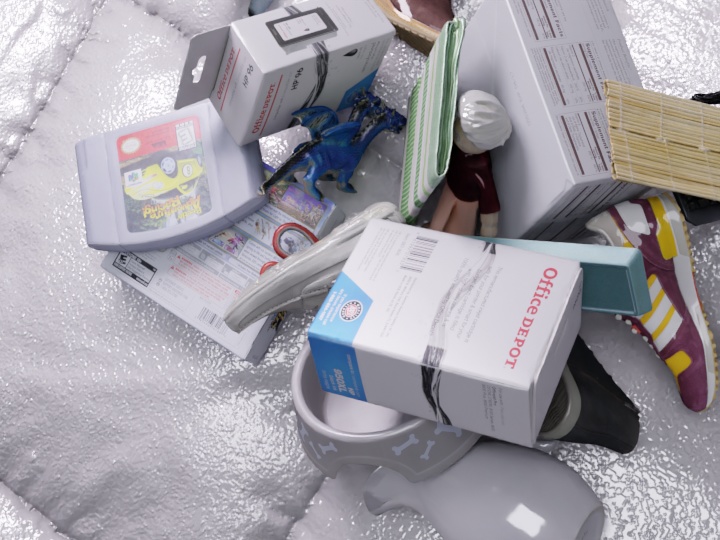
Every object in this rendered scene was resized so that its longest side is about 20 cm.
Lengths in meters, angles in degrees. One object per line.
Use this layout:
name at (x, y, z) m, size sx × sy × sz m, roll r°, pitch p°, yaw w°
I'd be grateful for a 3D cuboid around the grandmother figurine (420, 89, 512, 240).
grandmother figurine at (0.096, -0.079, 1.052) m, size 0.060 × 0.201 × 0.122 m, roll -20°, pitch 54°, yaw -23°

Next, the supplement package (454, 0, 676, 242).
supplement package at (0.174, -0.143, 1.054) m, size 0.110 × 0.156 × 0.202 m, roll -10°, pitch 72°, yaw -21°

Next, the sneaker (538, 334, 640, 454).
sneaker at (0.186, 0.084, 1.070) m, size 0.075 × 0.105 × 0.202 m, roll -43°, pitch 40°, yaw 31°

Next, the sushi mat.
sushi mat at (0.297, -0.103, 0.987) m, size 0.197 × 0.012 × 0.097 m, roll 10°, pitch 67°, yaw -18°

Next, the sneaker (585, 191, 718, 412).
sneaker at (0.260, 0.035, 1.030) m, size 0.089 × 0.075 × 0.203 m, roll -14°, pitch 95°, yaw 7°

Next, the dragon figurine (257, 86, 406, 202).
dragon figurine at (-0.036, -0.127, 1.131) m, size 0.059 × 0.199 × 0.101 m, roll 32°, pitch 118°, yaw 33°

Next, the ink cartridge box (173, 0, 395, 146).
ink cartridge box at (-0.075, -0.195, 1.121) m, size 0.198 × 0.116 × 0.068 m, roll -24°, pitch 70°, yaw -30°

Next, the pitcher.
pitcher at (0.125, 0.185, 1.039) m, size 0.198 × 0.121 × 0.173 m, roll 22°, pitch 78°, yaw 31°

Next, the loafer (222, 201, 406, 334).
loafer at (-0.038, 0.010, 1.093) m, size 0.199 × 0.070 × 0.070 m, roll -31°, pitch 96°, yaw 3°

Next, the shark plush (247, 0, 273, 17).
shark plush at (-0.086, -0.351, 1.223) m, size 0.198 × 0.083 × 0.092 m, roll -26°, pitch 72°, yaw 9°

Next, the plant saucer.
plant saucer at (0.155, 0.005, 1.012) m, size 0.198 × 0.070 × 0.019 m, roll 5°, pitch 43°, yaw 32°

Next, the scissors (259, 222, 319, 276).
scissors at (0.000, 0.000, 1.138) m, size 0.197 × 0.014 × 0.074 m, roll 8°, pitch 87°, yaw -4°

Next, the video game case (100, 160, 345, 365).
video game case at (-0.143, -0.031, 1.191) m, size 0.199 × 0.045 × 0.183 m, roll 30°, pitch 88°, yaw 19°

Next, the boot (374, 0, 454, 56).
boot at (0.077, -0.317, 1.176) m, size 0.199 × 0.072 × 0.167 m, roll 33°, pitch 91°, yaw 23°

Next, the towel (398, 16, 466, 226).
towel at (0.065, -0.129, 1.074) m, size 0.023 × 0.200 × 0.155 m, roll 8°, pitch 76°, yaw -6°

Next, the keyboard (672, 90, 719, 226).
keyboard at (0.353, -0.119, 1.037) m, size 0.198 × 0.021 × 0.128 m, roll -15°, pitch 73°, yaw -20°

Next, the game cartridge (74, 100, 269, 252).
game cartridge at (-0.196, -0.093, 1.178) m, size 0.197 × 0.041 × 0.135 m, roll -15°, pitch 78°, yaw 11°

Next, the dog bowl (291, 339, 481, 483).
dog bowl at (0.025, 0.102, 1.058) m, size 0.197 × 0.059 × 0.201 m, roll -13°, pitch 41°, yaw 12°

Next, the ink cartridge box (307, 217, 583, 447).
ink cartridge box at (0.076, 0.049, 0.978) m, size 0.198 × 0.085 × 0.145 m, roll 13°, pitch 50°, yaw 22°
